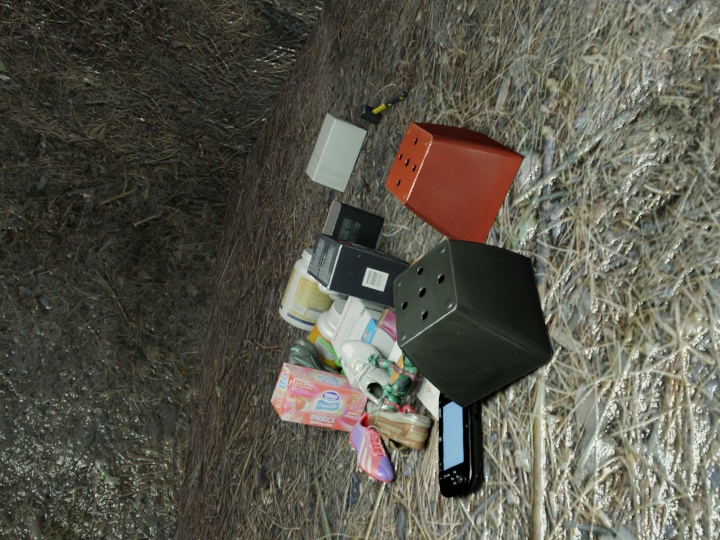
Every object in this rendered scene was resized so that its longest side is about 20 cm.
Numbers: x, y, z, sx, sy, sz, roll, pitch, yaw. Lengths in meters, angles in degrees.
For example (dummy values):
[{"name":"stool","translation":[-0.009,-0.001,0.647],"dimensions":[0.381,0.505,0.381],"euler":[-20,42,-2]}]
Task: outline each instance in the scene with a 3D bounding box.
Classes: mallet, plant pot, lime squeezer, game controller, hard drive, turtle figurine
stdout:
[{"name":"mallet","translation":[0.061,-0.472,1.916],"dimensions":[0.199,0.065,0.042],"euler":[-21,53,63]},{"name":"plant pot","translation":[0.160,0.069,1.088],"dimensions":[0.199,0.175,0.203],"euler":[-39,38,37]},{"name":"lime squeezer","translation":[-0.058,0.230,1.667],"dimensions":[0.203,0.069,0.038],"euler":[81,-149,-45]},{"name":"game controller","translation":[0.164,0.279,1.149],"dimensions":[0.104,0.041,0.204],"euler":[-36,41,47]},{"name":"hard drive","translation":[-0.022,-0.086,1.690],"dimensions":[0.032,0.198,0.143],"euler":[22,95,34]},{"name":"plant pot","translation":[0.163,-0.183,1.312],"dimensions":[0.203,0.173,0.200],"euler":[-66,23,16]},{"name":"turtle figurine","translation":[0.069,0.187,1.279],"dimensions":[0.204,0.099,0.149],"euler":[-68,24,0]}]

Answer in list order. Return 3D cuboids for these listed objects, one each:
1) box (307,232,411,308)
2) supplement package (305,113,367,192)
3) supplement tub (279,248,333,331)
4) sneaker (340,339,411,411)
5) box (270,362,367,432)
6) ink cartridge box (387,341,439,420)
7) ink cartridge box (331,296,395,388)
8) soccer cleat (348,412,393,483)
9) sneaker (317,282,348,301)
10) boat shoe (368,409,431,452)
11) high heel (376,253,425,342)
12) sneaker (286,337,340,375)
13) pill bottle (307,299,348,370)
[{"name":"box","translation":[0.000,0.000,1.545],"dimensions":[0.182,0.196,0.106],"euler":[28,101,67]},{"name":"supplement package","translation":[-0.077,-0.371,2.113],"dimensions":[0.204,0.115,0.117],"euler":[-68,22,14]},{"name":"supplement tub","translation":[-0.137,0.054,1.916],"dimensions":[0.204,0.142,0.144],"euler":[-68,22,11]},{"name":"sneaker","translation":[0.020,0.212,1.391],"dimensions":[0.200,0.079,0.071],"euler":[41,110,32]},{"name":"box","translation":[-0.092,0.293,1.553],"dimensions":[0.094,0.196,0.105],"euler":[33,104,62]},{"name":"ink cartridge box","translation":[0.144,0.167,1.306],"dimensions":[0.200,0.049,0.164],"euler":[42,114,47]},{"name":"ink cartridge box","translation":[0.013,0.160,1.551],"dimensions":[0.149,0.084,0.200],"euler":[-66,22,15]},{"name":"soccer cleat","translation":[0.025,0.368,1.404],"dimensions":[0.078,0.065,0.200],"euler":[-68,19,6]},{"name":"sneaker","translation":[-0.052,0.047,1.704],"dimensions":[0.101,0.074,0.199],"euler":[-59,-20,19]},{"name":"boat shoe","translation":[0.067,0.317,1.325],"dimensions":[0.199,0.074,0.074],"euler":[156,126,-64]},{"name":"high heel","translation":[0.118,0.064,1.442],"dimensions":[0.202,0.095,0.067],"euler":[-60,7,-25]},{"name":"sneaker","translation":[-0.110,0.257,1.636],"dimensions":[0.075,0.201,0.080],"euler":[-19,30,42]},{"name":"pill bottle","translation":[-0.074,0.176,1.718],"dimensions":[0.202,0.109,0.112],"euler":[-60,25,29]}]
